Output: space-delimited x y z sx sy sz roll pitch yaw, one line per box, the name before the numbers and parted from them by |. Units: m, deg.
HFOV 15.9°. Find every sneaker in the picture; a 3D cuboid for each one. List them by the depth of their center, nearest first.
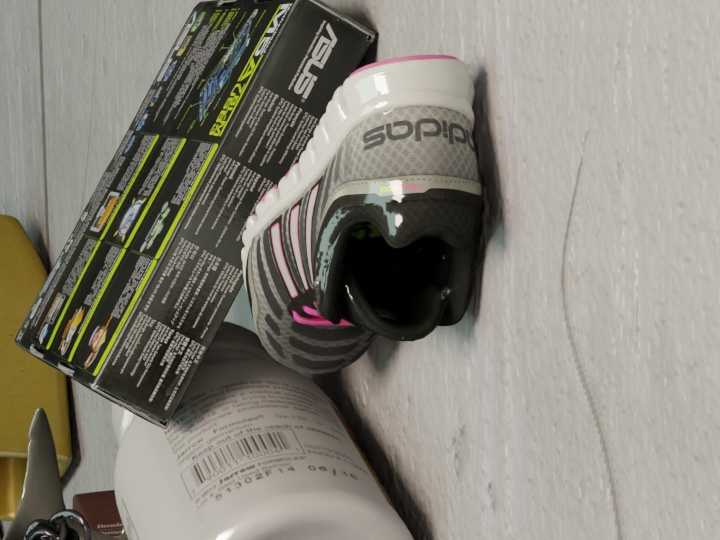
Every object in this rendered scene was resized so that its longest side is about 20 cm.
sneaker | 0.000 0.000 1.054 0.200 0.073 0.088 120 148 -53

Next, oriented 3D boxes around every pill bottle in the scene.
pill bottle | -0.051 0.105 1.173 0.200 0.114 0.115 -124 35 -60

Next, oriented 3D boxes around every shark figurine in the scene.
shark figurine | -0.075 0.153 1.289 0.090 0.214 0.128 -56 -16 -3

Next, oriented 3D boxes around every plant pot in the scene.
plant pot | -0.321 0.064 1.921 0.196 0.193 0.201 129 144 -65

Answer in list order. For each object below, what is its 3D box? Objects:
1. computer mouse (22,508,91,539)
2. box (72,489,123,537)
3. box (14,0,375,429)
computer mouse | -0.102 0.219 1.210 0.141 0.199 0.046 -63 -13 21
box | -0.112 0.211 1.460 0.200 0.074 0.101 -126 36 -62
box | -0.083 -0.034 1.210 0.201 0.047 0.193 -62 20 -5
